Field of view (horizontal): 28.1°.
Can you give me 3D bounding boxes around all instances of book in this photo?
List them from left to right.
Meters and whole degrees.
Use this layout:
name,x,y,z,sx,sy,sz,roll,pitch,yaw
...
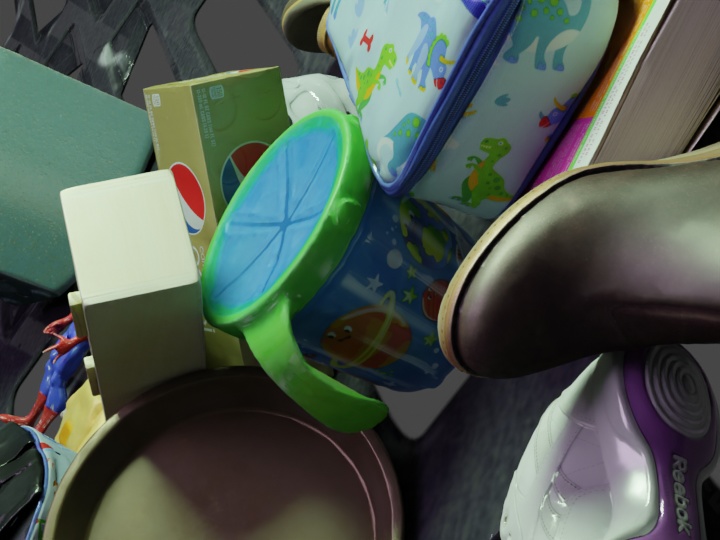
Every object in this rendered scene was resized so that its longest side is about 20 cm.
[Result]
name,x,y,z,sx,sy,sz,roll,pitch,yaw
book,0.118,-0.075,0.718,0.134,0.048,0.200,-59,8,2

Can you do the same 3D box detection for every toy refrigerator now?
name,x,y,z,sx,sy,sz,roll,pitch,yaw
toy refrigerator,-0.131,0.034,0.838,0.200,0.069,0.076,99,157,-59

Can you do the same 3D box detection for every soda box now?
name,x,y,z,sx,sy,sz,roll,pitch,yaw
soda box,-0.075,-0.022,0.900,0.064,0.067,0.201,4,108,53

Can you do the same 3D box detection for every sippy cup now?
name,x,y,z,sx,sy,sz,roll,pitch,yaw
sippy cup,0.000,0.000,0.806,0.139,0.130,0.179,7,68,61

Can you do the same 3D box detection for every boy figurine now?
name,x,y,z,sx,sy,sz,roll,pitch,yaw
boy figurine,-0.216,0.128,1.128,0.200,0.064,0.125,-54,24,17

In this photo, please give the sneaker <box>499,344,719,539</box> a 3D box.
name,x,y,z,sx,sy,sz,roll,pitch,yaw
sneaker,0.099,0.121,0.588,0.100,0.075,0.201,-43,21,43

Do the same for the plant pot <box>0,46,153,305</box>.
name,x,y,z,sx,sy,sz,roll,pitch,yaw
plant pot,-0.344,-0.078,1.436,0.196,0.195,0.201,-12,60,56

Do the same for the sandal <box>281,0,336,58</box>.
name,x,y,z,sx,sy,sz,roll,pitch,yaw
sandal,0.005,-0.183,1.074,0.199,0.080,0.054,-4,79,54

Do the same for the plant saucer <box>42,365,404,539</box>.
name,x,y,z,sx,sy,sz,roll,pitch,yaw
plant saucer,-0.073,0.145,0.776,0.199,0.030,0.201,-5,58,7

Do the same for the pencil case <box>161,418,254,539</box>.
name,x,y,z,sx,sy,sz,roll,pitch,yaw
pencil case,-0.096,0.183,0.822,0.091,0.093,0.201,-24,41,49

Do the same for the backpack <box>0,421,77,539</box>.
name,x,y,z,sx,sy,sz,roll,pitch,yaw
backpack,-0.229,0.209,0.966,0.191,0.153,0.200,-61,33,9

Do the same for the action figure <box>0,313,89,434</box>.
name,x,y,z,sx,sy,sz,roll,pitch,yaw
action figure,-0.256,0.063,1.287,0.201,0.052,0.065,-55,23,3

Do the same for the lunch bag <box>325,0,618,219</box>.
name,x,y,z,sx,sy,sz,roll,pitch,yaw
lunch bag,0.052,-0.142,0.741,0.161,0.082,0.201,-59,30,36

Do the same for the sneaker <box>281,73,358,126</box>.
name,x,y,z,sx,sy,sz,roll,pitch,yaw
sneaker,-0.017,-0.066,0.962,0.200,0.114,0.075,48,137,27

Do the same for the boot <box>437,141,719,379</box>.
name,x,y,z,sx,sy,sz,roll,pitch,yaw
boot,0.143,0.003,0.544,0.199,0.073,0.166,-27,26,-15
